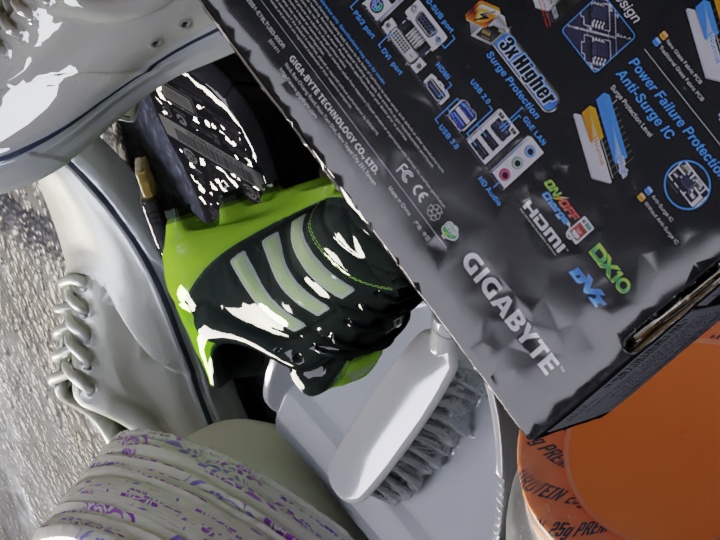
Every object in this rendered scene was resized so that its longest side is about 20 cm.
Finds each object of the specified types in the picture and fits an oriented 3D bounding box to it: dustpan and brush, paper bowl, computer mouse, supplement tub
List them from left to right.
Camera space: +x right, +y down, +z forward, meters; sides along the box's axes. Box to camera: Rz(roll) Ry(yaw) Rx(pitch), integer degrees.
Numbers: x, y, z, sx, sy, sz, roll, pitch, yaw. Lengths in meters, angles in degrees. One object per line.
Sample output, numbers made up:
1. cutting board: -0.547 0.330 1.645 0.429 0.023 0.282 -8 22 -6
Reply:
1. computer mouse: -0.050 -0.037 1.128 0.140 0.046 0.200 29 151 43
2. paper bowl: -0.038 0.143 1.180 0.200 0.104 0.201 31 156 16
3. dustpan and brush: 0.030 0.034 1.027 0.140 0.057 0.200 48 122 28
4. supplement tub: 0.114 0.101 0.824 0.123 0.122 0.200 40 164 36

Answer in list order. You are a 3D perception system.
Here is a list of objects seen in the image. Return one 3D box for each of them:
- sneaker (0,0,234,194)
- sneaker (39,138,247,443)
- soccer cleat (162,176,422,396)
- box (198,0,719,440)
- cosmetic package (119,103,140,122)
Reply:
1. sneaker: -0.109 -0.096 1.021 0.071 0.200 0.073 42 -155 -42
2. sneaker: -0.111 0.032 1.257 0.073 0.071 0.200 -2 115 62
3. soccer cleat: 0.000 0.000 0.987 0.200 0.067 0.081 -12 96 52
4. box: 0.058 -0.097 0.640 0.198 0.050 0.200 -43 76 24
5. cosmetic package: -0.177 -0.120 1.176 0.200 0.105 0.071 19 97 55
